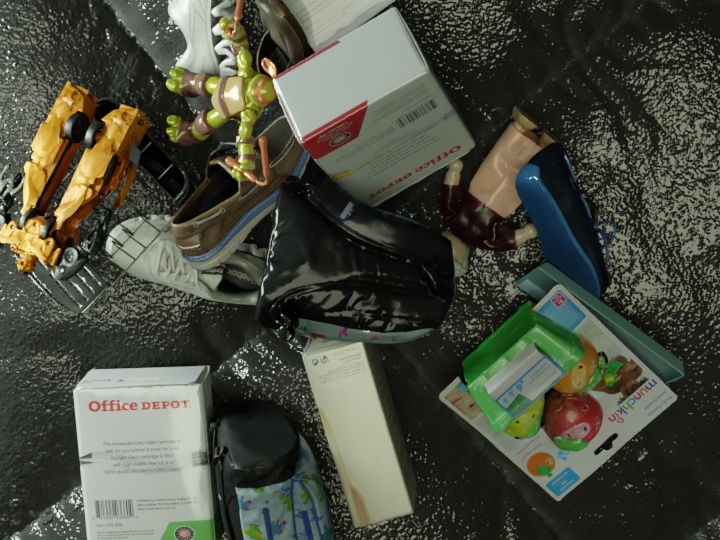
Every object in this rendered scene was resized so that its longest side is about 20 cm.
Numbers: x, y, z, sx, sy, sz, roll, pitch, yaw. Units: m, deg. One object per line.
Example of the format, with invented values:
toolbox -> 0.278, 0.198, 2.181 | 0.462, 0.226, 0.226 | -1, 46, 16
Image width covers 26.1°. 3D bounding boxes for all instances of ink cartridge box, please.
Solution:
ink cartridge box -> -0.232, 0.212, 1.722 | 0.144, 0.084, 0.203 | -2, 102, 3
ink cartridge box -> 0.017, -0.158, 1.575 | 0.145, 0.200, 0.083 | -29, 67, 7

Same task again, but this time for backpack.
backpack -> 0.000, 0.000, 1.596 | 0.198, 0.127, 0.169 | 11, 88, -5
backpack -> -0.093, 0.262, 1.696 | 0.152, 0.163, 0.202 | 0, 109, -13

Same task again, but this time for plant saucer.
plant saucer -> 0.261, 0.058, 1.685 | 0.199, 0.070, 0.019 | 35, 68, -5

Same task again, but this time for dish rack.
dish rack -> -0.281, -0.063, 1.645 | 0.200, 0.055, 0.153 | -46, 66, 0

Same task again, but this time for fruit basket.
fruit basket -> 0.215, 0.140, 1.685 | 0.185, 0.094, 0.200 | -42, 104, 16

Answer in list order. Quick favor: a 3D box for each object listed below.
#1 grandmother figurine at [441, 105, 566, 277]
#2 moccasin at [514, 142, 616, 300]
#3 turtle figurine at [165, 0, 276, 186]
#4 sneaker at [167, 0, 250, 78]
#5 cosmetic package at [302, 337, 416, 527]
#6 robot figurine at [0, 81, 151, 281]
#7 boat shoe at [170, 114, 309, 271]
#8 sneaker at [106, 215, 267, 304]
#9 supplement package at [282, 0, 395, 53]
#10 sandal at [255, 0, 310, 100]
grandmother figurine -> 0.137, -0.070, 1.667 | 0.121, 0.060, 0.201 | 41, 104, 11
moccasin -> 0.229, -0.049, 1.630 | 0.068, 0.080, 0.201 | -50, 139, -22
turtle figurine -> -0.131, -0.184, 1.566 | 0.160, 0.064, 0.203 | -2, 97, 48
sneaker -> -0.166, -0.296, 1.625 | 0.080, 0.075, 0.203 | -2, 101, 12
cosmetic package -> 0.001, 0.165, 1.695 | 0.070, 0.105, 0.202 | -15, 99, 7
robot figurine -> -0.299, -0.085, 1.598 | 0.144, 0.058, 0.202 | 23, 84, 23
boat shoe -> -0.123, -0.095, 1.619 | 0.201, 0.072, 0.073 | -56, 138, -22
sneaker -> -0.178, -0.008, 1.671 | 0.198, 0.081, 0.076 | 13, 104, 1
supplement package -> -0.053, -0.336, 1.586 | 0.109, 0.114, 0.201 | -34, 98, 10
sandal -> -0.077, -0.207, 1.589 | 0.054, 0.200, 0.082 | -37, 62, -8
